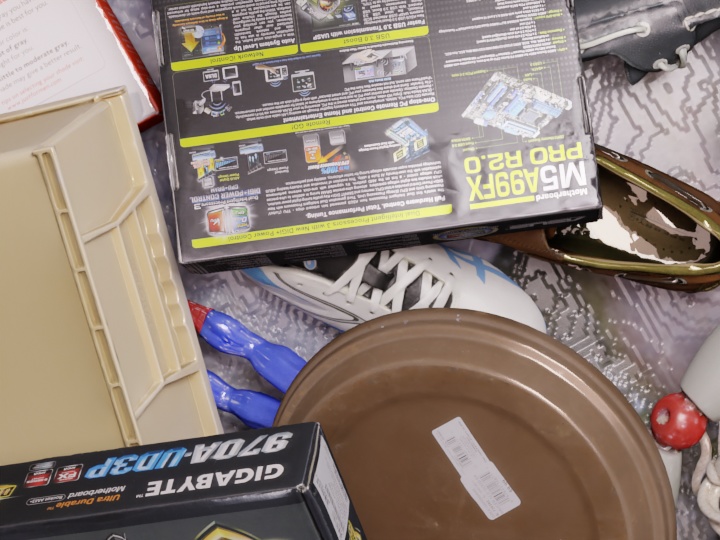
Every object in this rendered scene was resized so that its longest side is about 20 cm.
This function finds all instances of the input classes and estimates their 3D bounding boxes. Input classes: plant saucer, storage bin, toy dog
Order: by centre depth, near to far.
[{"bbox_3d":[0.045,0.114,1.047,0.200,0.029,0.200,8,113,19],"label":"plant saucer"},{"bbox_3d":[-0.189,0.037,1.079,0.200,0.094,0.199,-11,105,18],"label":"storage bin"},{"bbox_3d":[0.152,0.111,1.107,0.200,0.096,0.132,-32,49,30],"label":"toy dog"}]

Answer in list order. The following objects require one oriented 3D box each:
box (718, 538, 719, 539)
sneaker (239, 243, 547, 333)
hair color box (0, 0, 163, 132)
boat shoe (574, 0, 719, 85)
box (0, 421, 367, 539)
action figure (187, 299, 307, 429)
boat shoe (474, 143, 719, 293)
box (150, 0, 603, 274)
[{"bbox_3d":[0.244,0.152,1.136,0.119,0.041,0.200,35,95,0],"label":"box"},{"bbox_3d":[0.000,0.000,1.122,0.200,0.072,0.072,28,96,1],"label":"sneaker"},{"bbox_3d":[-0.187,-0.141,1.129,0.101,0.061,0.200,-28,92,2],"label":"hair color box"},{"bbox_3d":[0.130,-0.121,1.118,0.200,0.076,0.060,-5,91,14],"label":"boat shoe"},{"bbox_3d":[-0.090,0.152,1.032,0.200,0.046,0.159,-9,126,16],"label":"box"},{"bbox_3d":[-0.020,0.068,1.136,0.200,0.099,0.065,29,96,23],"label":"action figure"},{"bbox_3d":[0.093,-0.041,1.120,0.200,0.068,0.072,14,94,2],"label":"boat shoe"},{"bbox_3d":[0.006,-0.090,1.069,0.200,0.044,0.160,-8,83,4],"label":"box"}]
